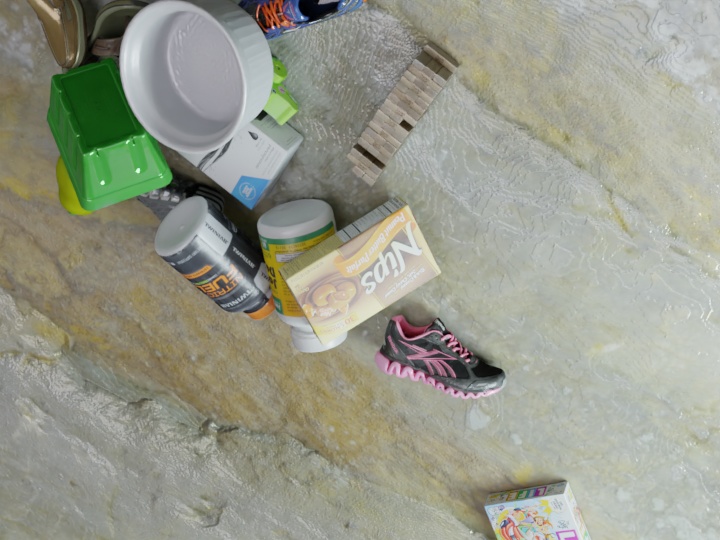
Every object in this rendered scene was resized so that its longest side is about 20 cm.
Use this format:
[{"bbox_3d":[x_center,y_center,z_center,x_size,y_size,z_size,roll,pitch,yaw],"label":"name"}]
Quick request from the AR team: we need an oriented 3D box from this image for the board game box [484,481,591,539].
[{"bbox_3d":[0.286,0.424,1.908,0.133,0.034,0.202,-15,108,27],"label":"board game box"}]

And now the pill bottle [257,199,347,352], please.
[{"bbox_3d":[-0.077,0.010,1.804,0.111,0.113,0.202,-1,115,22],"label":"pill bottle"}]

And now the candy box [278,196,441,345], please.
[{"bbox_3d":[0.000,0.000,1.733,0.199,0.055,0.116,-32,114,-6],"label":"candy box"}]

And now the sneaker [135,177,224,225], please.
[{"bbox_3d":[-0.306,-0.090,1.874,0.198,0.075,0.117,24,124,9],"label":"sneaker"}]

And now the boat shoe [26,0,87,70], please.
[{"bbox_3d":[-0.439,-0.378,1.743,0.071,0.076,0.203,-18,84,41],"label":"boat shoe"}]

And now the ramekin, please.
[{"bbox_3d":[-0.211,-0.265,1.649,0.198,0.098,0.203,11,116,24],"label":"ramekin"}]

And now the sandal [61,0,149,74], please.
[{"bbox_3d":[-0.352,-0.316,1.771,0.200,0.079,0.058,-37,62,40],"label":"sandal"}]

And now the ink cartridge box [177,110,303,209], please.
[{"bbox_3d":[-0.195,-0.198,1.776,0.199,0.068,0.116,37,122,2],"label":"ink cartridge box"}]

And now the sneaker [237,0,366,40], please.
[{"bbox_3d":[-0.089,-0.350,1.639,0.198,0.079,0.076,-17,106,20],"label":"sneaker"}]

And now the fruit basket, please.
[{"bbox_3d":[-0.365,-0.164,1.770,0.154,0.215,0.218,-20,112,-13],"label":"fruit basket"}]

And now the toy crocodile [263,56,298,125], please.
[{"bbox_3d":[-0.161,-0.287,1.721,0.067,0.062,0.201,-31,101,31],"label":"toy crocodile"}]

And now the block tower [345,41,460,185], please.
[{"bbox_3d":[0.053,-0.209,1.676,0.054,0.058,0.201,37,122,0],"label":"block tower"}]

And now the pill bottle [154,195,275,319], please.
[{"bbox_3d":[-0.198,-0.010,1.822,0.105,0.107,0.200,-23,132,30],"label":"pill bottle"}]

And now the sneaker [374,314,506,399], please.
[{"bbox_3d":[0.119,0.120,1.810,0.197,0.079,0.097,15,108,13],"label":"sneaker"}]
